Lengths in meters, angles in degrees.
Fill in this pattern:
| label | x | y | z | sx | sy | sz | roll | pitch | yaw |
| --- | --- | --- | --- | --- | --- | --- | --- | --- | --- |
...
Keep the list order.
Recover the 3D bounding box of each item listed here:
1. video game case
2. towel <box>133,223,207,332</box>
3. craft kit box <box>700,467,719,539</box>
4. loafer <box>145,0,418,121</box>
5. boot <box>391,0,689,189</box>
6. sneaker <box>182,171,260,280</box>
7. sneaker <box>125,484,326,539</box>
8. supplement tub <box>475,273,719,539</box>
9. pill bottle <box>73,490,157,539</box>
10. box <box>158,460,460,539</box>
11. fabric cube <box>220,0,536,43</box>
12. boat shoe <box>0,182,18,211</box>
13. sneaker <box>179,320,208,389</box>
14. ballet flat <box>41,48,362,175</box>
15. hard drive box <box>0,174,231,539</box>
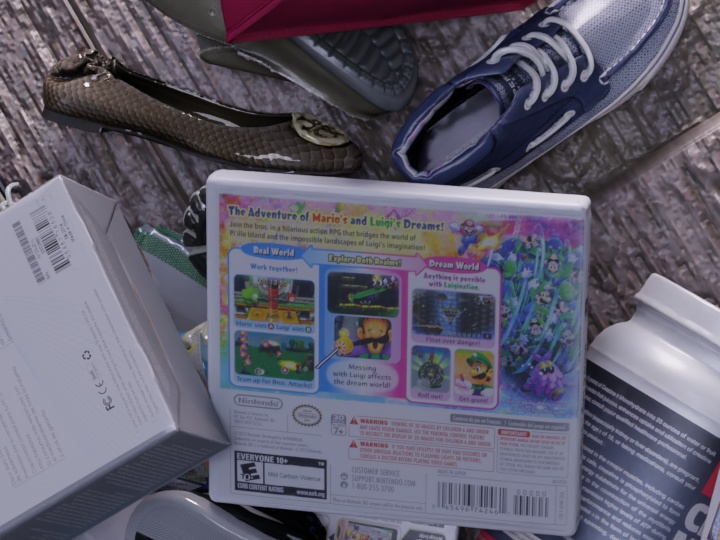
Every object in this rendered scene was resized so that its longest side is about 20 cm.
| label | x | y | z | sx | sy | sz | roll | pitch | yaw |
| --- | --- | --- | --- | --- | --- | --- | --- | --- | --- |
| video game case | 0.018 | 0.043 | 1.473 | 0.199 | 0.024 | 0.183 | 5 | 109 | 12 |
| towel | -0.112 | 0.091 | 1.658 | 0.149 | 0.031 | 0.200 | 29 | 91 | 12 |
| craft kit box | 0.235 | 0.204 | 1.505 | 0.048 | 0.200 | 0.198 | 17 | 89 | 40 |
| loafer | -0.056 | -0.149 | 1.656 | 0.200 | 0.075 | 0.070 | 36 | 135 | 5 |
| boot | 0.105 | -0.109 | 1.605 | 0.200 | 0.090 | 0.073 | -43 | 80 | 4 |
| sneaker | 0.000 | 0.000 | 1.612 | 0.200 | 0.090 | 0.078 | 36 | 129 | 13 |
| sneaker | -0.022 | 0.173 | 1.543 | 0.200 | 0.112 | 0.073 | 32 | 105 | 16 |
| supplement tub | 0.161 | 0.118 | 1.551 | 0.140 | 0.140 | 0.200 | 31 | 92 | 11 |
| pill bottle | -0.217 | 0.121 | 1.601 | 0.199 | 0.111 | 0.112 | -5 | 84 | 33 |
| box | -0.042 | 0.137 | 1.621 | 0.199 | 0.035 | 0.110 | 9 | 93 | 3 |
| fabric cube | 0.025 | -0.252 | 1.544 | 0.196 | 0.200 | 0.200 | -7 | 83 | -24 |
| boat shoe | -0.203 | -0.020 | 1.592 | 0.062 | 0.075 | 0.200 | -41 | 72 | 7 |
| sneaker | -0.057 | 0.021 | 1.552 | 0.199 | 0.080 | 0.131 | 3 | 118 | 21 |
| ballet flat | -0.093 | -0.092 | 1.653 | 0.199 | 0.067 | 0.047 | 14 | 100 | 17 |
| hard drive box | -0.194 | 0.070 | 1.493 | 0.200 | 0.077 | 0.156 | -30 | 72 | 12 |
